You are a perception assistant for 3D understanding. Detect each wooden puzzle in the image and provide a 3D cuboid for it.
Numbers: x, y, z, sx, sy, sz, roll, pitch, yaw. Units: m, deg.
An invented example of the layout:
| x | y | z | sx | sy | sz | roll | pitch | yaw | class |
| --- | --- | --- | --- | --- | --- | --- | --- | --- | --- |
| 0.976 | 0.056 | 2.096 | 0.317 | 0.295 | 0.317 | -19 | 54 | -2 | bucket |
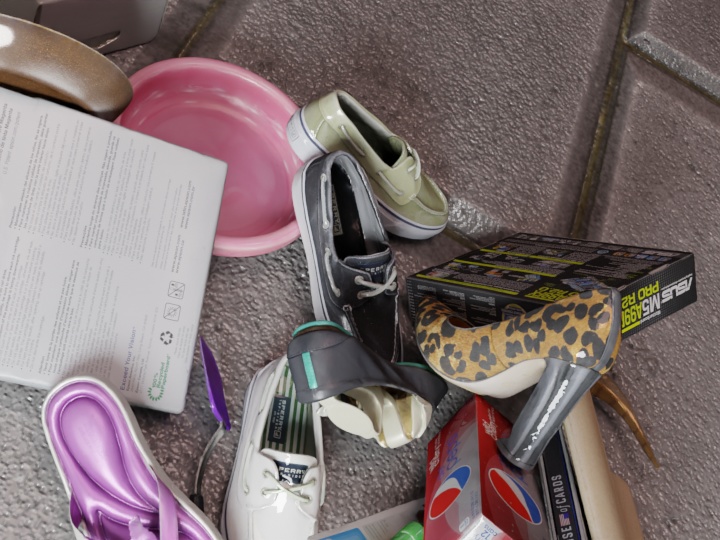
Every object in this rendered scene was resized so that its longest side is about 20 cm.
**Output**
| x | y | z | sx | sy | sz | roll | pitch | yaw | class |
| --- | --- | --- | --- | --- | --- | --- | --- | --- | --- |
| 0.192 | 0.194 | 0.783 | 0.187 | 0.037 | 0.201 | -94 | 161 | -44 | wooden puzzle |

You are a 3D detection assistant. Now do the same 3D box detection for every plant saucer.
| x | y | z | sx | sy | sz | roll | pitch | yaw | class |
| --- | --- | --- | --- | --- | --- | --- | --- | --- | --- |
| -0.270 | -0.137 | 0.750 | 0.197 | 0.200 | 0.033 | 10 | 77 | -21 | plant saucer |
| -0.127 | -0.093 | 0.878 | 0.198 | 0.051 | 0.203 | 14 | 54 | -20 | plant saucer |

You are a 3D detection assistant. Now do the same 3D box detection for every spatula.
| x | y | z | sx | sy | sz | roll | pitch | yaw | class |
| --- | --- | --- | --- | --- | --- | --- | --- | --- | --- |
| -0.112 | 0.149 | 0.735 | 0.020 | 0.057 | 0.203 | -2 | 63 | 8 | spatula |

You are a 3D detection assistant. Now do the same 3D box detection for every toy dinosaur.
| x | y | z | sx | sy | sz | roll | pitch | yaw | class |
| --- | --- | --- | --- | --- | --- | --- | --- | --- | --- |
| 0.202 | 0.089 | 0.937 | 0.198 | 0.060 | 0.107 | 30 | 74 | 0 | toy dinosaur |

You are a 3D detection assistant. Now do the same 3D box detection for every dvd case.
| x | y | z | sx | sy | sz | roll | pitch | yaw | class |
| --- | --- | --- | --- | --- | --- | --- | --- | --- | --- |
| 0.162 | 0.228 | 0.726 | 0.024 | 0.152 | 0.201 | -14 | 28 | 11 | dvd case |

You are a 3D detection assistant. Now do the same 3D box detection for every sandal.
| x | y | z | sx | sy | sz | roll | pitch | yaw | class |
| --- | --- | --- | --- | --- | --- | --- | --- | --- | --- |
| -0.155 | 0.164 | 0.667 | 0.082 | 0.050 | 0.204 | -35 | 84 | 0 | sandal |

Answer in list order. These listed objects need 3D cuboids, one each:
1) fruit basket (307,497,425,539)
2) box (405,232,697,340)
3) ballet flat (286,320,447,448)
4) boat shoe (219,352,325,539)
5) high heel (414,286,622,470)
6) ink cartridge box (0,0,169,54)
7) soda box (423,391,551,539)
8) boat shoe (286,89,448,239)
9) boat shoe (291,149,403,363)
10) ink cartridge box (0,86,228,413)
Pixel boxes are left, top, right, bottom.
| x | y | z | sx | sy | sz | roll | pitch | yaw | class |
| --- | --- | --- | --- | --- | --- | --- | --- | --- | --- |
| 0.077 | 0.246 | 0.731 | 0.198 | 0.094 | 0.186 | -7 | 54 | -42 | fruit basket |
| 0.162 | 0.016 | 0.872 | 0.159 | 0.199 | 0.045 | -21 | 110 | -36 | box |
| 0.011 | 0.099 | 0.773 | 0.199 | 0.072 | 0.074 | 32 | 38 | -53 | ballet flat |
| -0.062 | 0.151 | 0.738 | 0.073 | 0.067 | 0.203 | 9 | 56 | -22 | boat shoe |
| 0.118 | 0.036 | 0.776 | 0.071 | 0.144 | 0.200 | 19 | 21 | -35 | high heel |
| -0.282 | -0.295 | 0.909 | 0.146 | 0.083 | 0.201 | -27 | 74 | -38 | ink cartridge box |
| 0.089 | 0.167 | 0.731 | 0.070 | 0.064 | 0.200 | 39 | 15 | -6 | soda box |
| 0.021 | -0.090 | 0.908 | 0.199 | 0.062 | 0.073 | 29 | 46 | -39 | boat shoe |
| 0.000 | 0.000 | 0.834 | 0.071 | 0.068 | 0.203 | -13 | 89 | -30 | boat shoe |
| -0.206 | -0.012 | 0.731 | 0.198 | 0.043 | 0.199 | 17 | 74 | -27 | ink cartridge box |
